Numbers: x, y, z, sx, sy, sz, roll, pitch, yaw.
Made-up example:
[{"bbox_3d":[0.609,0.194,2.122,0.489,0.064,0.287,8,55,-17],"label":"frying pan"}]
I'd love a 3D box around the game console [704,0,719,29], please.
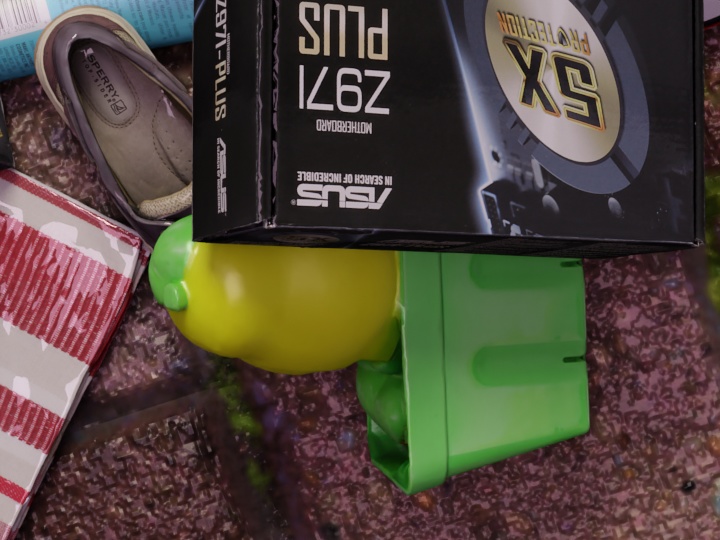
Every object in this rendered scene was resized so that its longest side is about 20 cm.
[{"bbox_3d":[0.089,-0.198,0.925,0.200,0.031,0.177,-4,93,6],"label":"game console"}]

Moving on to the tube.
[{"bbox_3d":[-0.107,-0.140,0.944,0.200,0.050,0.077,-14,111,4],"label":"tube"}]

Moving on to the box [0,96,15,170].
[{"bbox_3d":[-0.293,-0.053,0.883,0.198,0.200,0.050,-17,83,13],"label":"box"}]

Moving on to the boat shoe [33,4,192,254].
[{"bbox_3d":[-0.086,-0.040,0.919,0.072,0.065,0.200,-35,104,3],"label":"boat shoe"}]

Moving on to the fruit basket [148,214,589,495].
[{"bbox_3d":[0.000,0.000,0.881,0.215,0.156,0.216,0,92,-8],"label":"fruit basket"}]

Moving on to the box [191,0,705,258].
[{"bbox_3d":[0.036,-0.090,0.784,0.200,0.086,0.164,3,85,-23],"label":"box"}]

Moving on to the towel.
[{"bbox_3d":[-0.209,0.042,0.978,0.144,0.023,0.200,27,94,7],"label":"towel"}]
